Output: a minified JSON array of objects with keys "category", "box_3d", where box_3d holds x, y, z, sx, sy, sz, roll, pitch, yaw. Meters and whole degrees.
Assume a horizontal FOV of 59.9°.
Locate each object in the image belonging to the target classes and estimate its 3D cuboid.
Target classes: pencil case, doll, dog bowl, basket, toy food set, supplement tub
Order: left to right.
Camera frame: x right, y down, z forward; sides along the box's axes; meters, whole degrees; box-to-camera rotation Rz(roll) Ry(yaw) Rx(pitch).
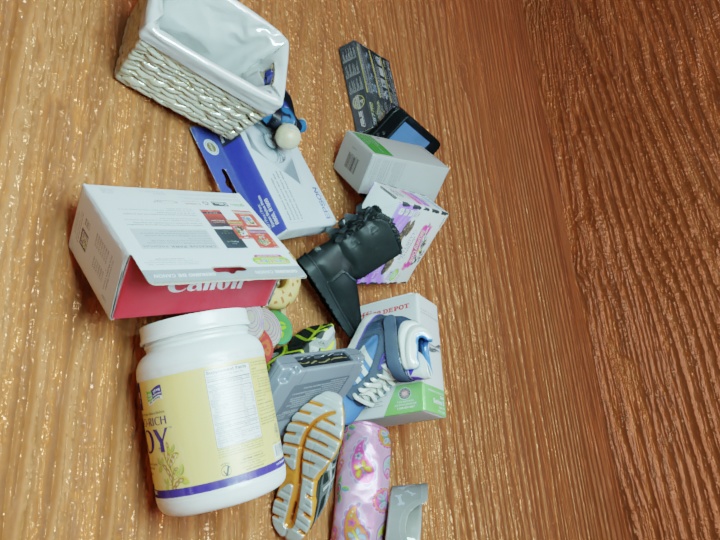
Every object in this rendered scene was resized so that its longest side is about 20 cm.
[{"category":"basket","box_3d":[-0.211,-0.284,0.835,0.199,0.123,0.137,23,55,-36]},{"category":"supplement tub","box_3d":[-0.170,0.154,0.703,0.145,0.144,0.203,0,75,-58]},{"category":"toy food set","box_3d":[-0.161,0.031,0.872,0.200,0.048,0.200,39,45,-45]},{"category":"doll","box_3d":[-0.140,-0.268,0.996,0.136,0.048,0.202,13,46,-45]},{"category":"pencil case","box_3d":[0.000,0.335,0.960,0.087,0.087,0.202,40,43,-43]},{"category":"dog bowl","box_3d":[0.064,0.428,0.959,0.200,0.058,0.203,6,90,-84]}]

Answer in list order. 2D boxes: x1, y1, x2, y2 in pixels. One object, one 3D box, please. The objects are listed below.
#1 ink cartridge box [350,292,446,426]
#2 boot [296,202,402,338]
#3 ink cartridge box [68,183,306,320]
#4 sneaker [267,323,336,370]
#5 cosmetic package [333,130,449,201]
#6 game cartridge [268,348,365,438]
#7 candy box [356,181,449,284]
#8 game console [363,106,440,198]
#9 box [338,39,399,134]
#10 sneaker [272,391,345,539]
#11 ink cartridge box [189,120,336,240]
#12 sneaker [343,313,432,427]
[{"category":"ink cartridge box","box_3d":[0.061,0.157,1.079,0.084,0.144,0.202,30,51,-49]},{"category":"boot","box_3d":[0.000,0.000,1.025,0.073,0.162,0.199,40,-17,53]},{"category":"ink cartridge box","box_3d":[-0.188,-0.011,0.691,0.199,0.084,0.176,-2,38,-45]},{"category":"sneaker","box_3d":[-0.088,0.144,0.915,0.200,0.075,0.077,-30,107,-55]},{"category":"cosmetic package","box_3d":[0.061,-0.199,1.219,0.198,0.086,0.108,0,34,-39]},{"category":"game cartridge","box_3d":[-0.081,0.172,0.864,0.040,0.134,0.199,37,15,27]},{"category":"candy box","box_3d":[0.058,-0.063,1.158,0.071,0.169,0.199,39,19,26]},{"category":"game console","box_3d":[0.093,-0.222,1.352,0.199,0.176,0.117,23,28,-53]},{"category":"box","box_3d":[0.031,-0.389,1.389,0.161,0.049,0.203,0,76,-60]},{"category":"sneaker","box_3d":[-0.065,0.262,0.859,0.077,0.078,0.202,12,97,-68]},{"category":"ink cartridge box","box_3d":[-0.140,-0.142,0.955,0.199,0.040,0.201,-17,77,-60]},{"category":"sneaker","box_3d":[0.039,0.167,0.982,0.080,0.145,0.202,37,72,-45]}]
